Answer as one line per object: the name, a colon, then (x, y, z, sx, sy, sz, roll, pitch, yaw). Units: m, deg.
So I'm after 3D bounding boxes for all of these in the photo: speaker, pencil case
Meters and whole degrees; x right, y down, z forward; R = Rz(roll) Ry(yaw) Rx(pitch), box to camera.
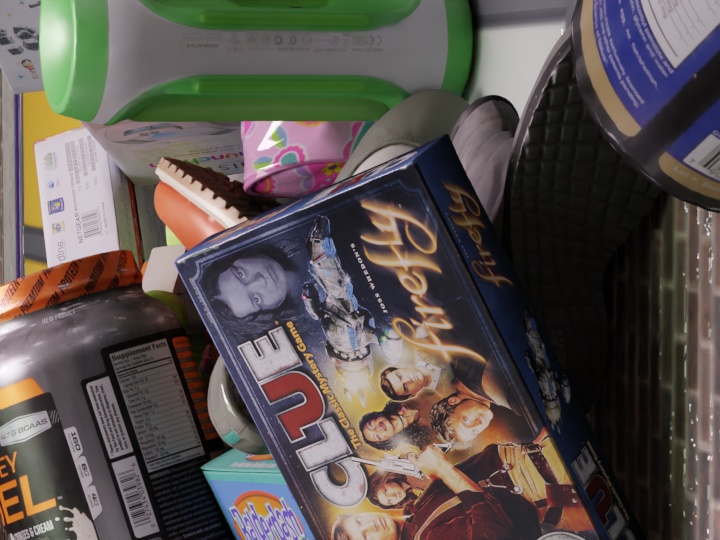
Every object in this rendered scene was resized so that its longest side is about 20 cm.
speaker: (-0.050, -0.112, 1.126, 0.088, 0.198, 0.089, 179, 90, -69)
pencil case: (-0.029, -0.135, 1.242, 0.087, 0.087, 0.202, 149, 117, -66)

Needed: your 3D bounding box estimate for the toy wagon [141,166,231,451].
toy wagon: (-0.091, 0.042, 1.344, 0.155, 0.039, 0.202, 9, -106, -73)

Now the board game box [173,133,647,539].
board game box: (0.022, 0.059, 0.977, 0.135, 0.035, 0.201, -21, 100, 36)

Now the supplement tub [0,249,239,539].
supplement tub: (-0.131, 0.099, 1.208, 0.122, 0.122, 0.201, -31, 77, 66)

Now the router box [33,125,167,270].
router box: (-0.129, 0.037, 1.419, 0.179, 0.049, 0.201, 45, -148, -63)

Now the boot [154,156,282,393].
boot: (-0.061, 0.022, 1.233, 0.200, 0.075, 0.108, 45, 110, 34)

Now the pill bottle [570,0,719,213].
pill bottle: (0.152, -0.104, 0.723, 0.200, 0.111, 0.113, 131, 133, -60)

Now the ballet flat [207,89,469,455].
ballet flat: (0.000, 0.000, 1.086, 0.201, 0.067, 0.064, -56, 3, -9)

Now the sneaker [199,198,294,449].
sneaker: (-0.049, 0.025, 1.291, 0.070, 0.081, 0.202, -22, 71, 58)

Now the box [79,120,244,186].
box: (-0.109, -0.171, 1.327, 0.177, 0.096, 0.202, 59, -155, -75)

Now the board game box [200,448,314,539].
board game box: (0.005, 0.173, 1.116, 0.201, 0.045, 0.152, 64, 160, -6)

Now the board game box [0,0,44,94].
board game box: (-0.194, -0.220, 1.330, 0.200, 0.064, 0.148, 74, -169, -56)

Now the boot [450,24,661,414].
boot: (0.072, -0.044, 1.006, 0.132, 0.069, 0.201, -113, 34, -55)
